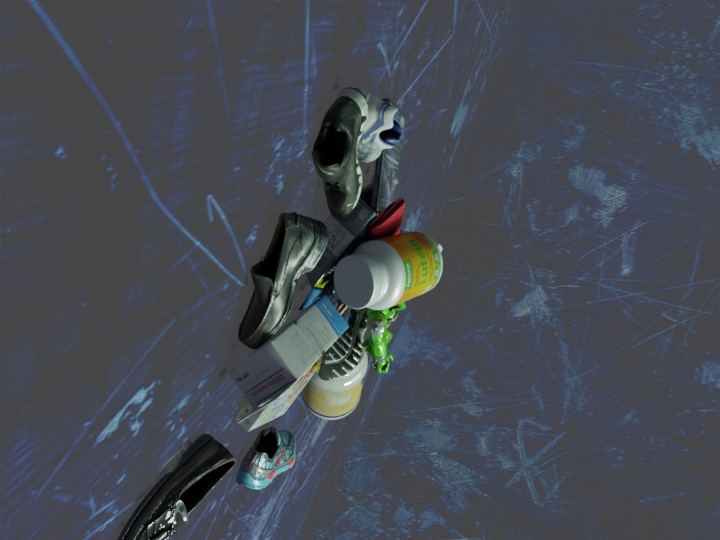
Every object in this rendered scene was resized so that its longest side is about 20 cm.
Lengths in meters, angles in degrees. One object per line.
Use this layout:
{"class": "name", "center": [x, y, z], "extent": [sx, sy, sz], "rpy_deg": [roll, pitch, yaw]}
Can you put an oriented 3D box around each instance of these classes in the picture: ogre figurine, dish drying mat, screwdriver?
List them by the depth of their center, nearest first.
{"class": "screwdriver", "center": [0.000, 0.000, 0.977], "extent": [0.199, 0.029, 0.029], "rpy_deg": [-30, 123, -49]}
{"class": "dish drying mat", "center": [0.044, -0.069, 0.985], "extent": [0.077, 0.018, 0.200], "rpy_deg": [-46, 171, -8]}
{"class": "ogre figurine", "center": [0.039, 0.075, 1.060], "extent": [0.121, 0.096, 0.203], "rpy_deg": [77, 34, -54]}

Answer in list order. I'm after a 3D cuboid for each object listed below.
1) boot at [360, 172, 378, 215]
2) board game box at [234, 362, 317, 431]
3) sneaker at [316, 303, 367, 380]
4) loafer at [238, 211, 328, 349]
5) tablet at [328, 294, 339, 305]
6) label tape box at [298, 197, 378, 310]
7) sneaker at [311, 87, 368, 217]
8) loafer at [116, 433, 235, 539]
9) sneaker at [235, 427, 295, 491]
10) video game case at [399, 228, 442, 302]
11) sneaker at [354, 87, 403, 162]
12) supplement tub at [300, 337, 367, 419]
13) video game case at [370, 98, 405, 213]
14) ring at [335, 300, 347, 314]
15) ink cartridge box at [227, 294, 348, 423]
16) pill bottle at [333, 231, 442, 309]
{"class": "boot", "center": [0.014, -0.100, 1.143], "extent": [0.201, 0.063, 0.191], "rpy_deg": [-56, 152, -55]}
{"class": "board game box", "center": [-0.142, 0.214, 1.017], "extent": [0.135, 0.034, 0.200], "rpy_deg": [-52, 169, 2]}
{"class": "sneaker", "center": [-0.043, 0.142, 1.109], "extent": [0.089, 0.079, 0.202], "rpy_deg": [-24, -155, 41]}
{"class": "loafer", "center": [-0.122, 0.011, 0.755], "extent": [0.071, 0.073, 0.203], "rpy_deg": [23, 98, -40]}
{"class": "tablet", "center": [-0.075, 0.084, 1.037], "extent": [0.201, 0.014, 0.130], "rpy_deg": [-50, -178, 21]}
{"class": "label tape box", "center": [-0.048, -0.029, 0.960], "extent": [0.201, 0.063, 0.144], "rpy_deg": [-50, 170, 3]}
{"class": "sneaker", "center": [-0.037, -0.154, 0.805], "extent": [0.091, 0.065, 0.203], "rpy_deg": [-51, 157, -45]}
{"class": "loafer", "center": [-0.239, 0.304, 0.736], "extent": [0.201, 0.062, 0.073], "rpy_deg": [-53, 162, -52]}
{"class": "sneaker", "center": [-0.174, 0.363, 1.129], "extent": [0.200, 0.078, 0.098], "rpy_deg": [-26, 136, -74]}
{"class": "video game case", "center": [0.059, -0.001, 1.216], "extent": [0.201, 0.180, 0.023], "rpy_deg": [-52, 131, -11]}
{"class": "sneaker", "center": [0.027, -0.219, 0.913], "extent": [0.200, 0.086, 0.077], "rpy_deg": [47, 65, -79]}
{"class": "supplement tub", "center": [-0.059, 0.221, 1.222], "extent": [0.147, 0.143, 0.202], "rpy_deg": [-57, 166, -38]}
{"class": "video game case", "center": [0.055, -0.213, 1.082], "extent": [0.143, 0.018, 0.206], "rpy_deg": [-6, 104, -74]}
{"class": "ring", "center": [-0.047, 0.073, 1.029], "extent": [0.201, 0.019, 0.200], "rpy_deg": [-51, -178, 3]}
{"class": "ink cartridge box", "center": [-0.115, 0.127, 0.826], "extent": [0.115, 0.068, 0.200], "rpy_deg": [-36, -177, 34]}
{"class": "pill bottle", "center": [0.047, 0.002, 0.927], "extent": [0.198, 0.110, 0.113], "rpy_deg": [-16, 132, -52]}
